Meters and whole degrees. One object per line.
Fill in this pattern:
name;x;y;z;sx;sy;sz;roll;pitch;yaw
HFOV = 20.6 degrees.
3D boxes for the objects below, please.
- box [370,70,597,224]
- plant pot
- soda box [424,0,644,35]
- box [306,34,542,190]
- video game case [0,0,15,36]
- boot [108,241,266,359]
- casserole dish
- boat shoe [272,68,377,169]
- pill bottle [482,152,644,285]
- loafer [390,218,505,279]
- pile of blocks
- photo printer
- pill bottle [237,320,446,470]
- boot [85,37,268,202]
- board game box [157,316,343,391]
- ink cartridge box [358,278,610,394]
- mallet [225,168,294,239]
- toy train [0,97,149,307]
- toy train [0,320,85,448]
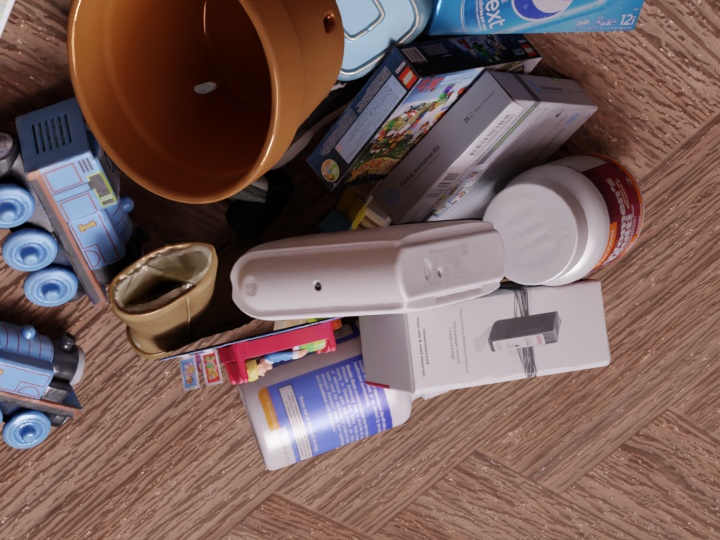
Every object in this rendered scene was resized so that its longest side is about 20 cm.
box;0.114;-0.109;1.769;0.156;0.041;0.200;-46;161;23
plant pot;-0.104;-0.167;1.507;0.140;0.200;0.201;-30;155;-50
soda box;0.144;-0.247;1.683;0.198;0.068;0.064;-4;136;-21
box;0.057;-0.140;1.703;0.199;0.038;0.137;-17;152;-53
video game case;-0.319;-0.249;1.502;0.142;0.018;0.201;7;129;-30
boot;-0.136;0.012;1.740;0.175;0.066;0.200;-34;170;-11
casserole dish;-0.023;-0.236;1.589;0.121;0.039;0.200;-35;115;8
boat shoe;-0.045;-0.165;1.681;0.060;0.074;0.200;18;132;-43
pill bottle;0.185;-0.046;1.814;0.110;0.110;0.200;-45;170;22
loafer;0.094;-0.016;1.903;0.198;0.063;0.072;-9;138;-17
pile of blocks;-0.018;0.000;1.840;0.082;0.062;0.201;-39;160;-52
photo printer;0.000;0.000;1.693;0.199;0.070;0.166;-4;-176;37
pill bottle;-0.016;0.113;1.949;0.198;0.112;0.113;-19;139;-6
boot;-0.130;-0.143;1.628;0.199;0.067;0.132;30;75;-44
board game box;-0.080;0.075;1.775;0.199;0.039;0.158;-13;179;28
ink cartridge box;0.114;0.058;1.849;0.198;0.144;0.085;-7;93;-18
mallet;-0.144;-0.091;1.737;0.066;0.041;0.199;-42;132;22
toy train;-0.250;-0.050;1.671;0.113;0.087;0.201;-17;139;2
toy train;-0.339;0.091;1.798;0.199;0.087;0.115;18;118;-37
